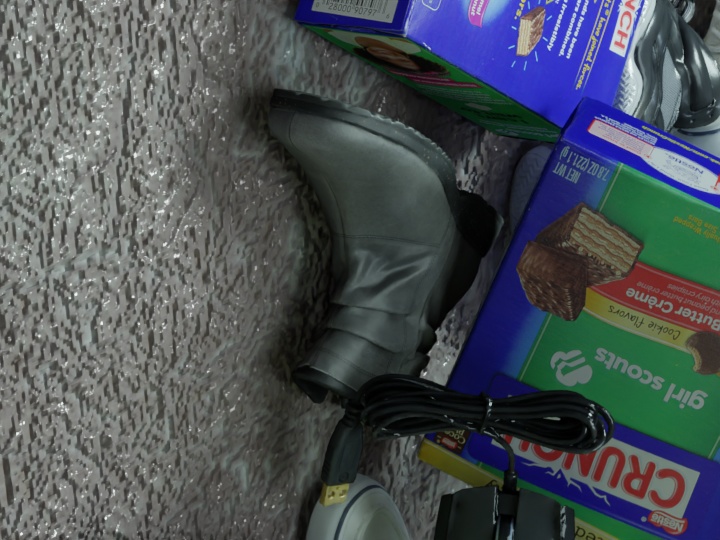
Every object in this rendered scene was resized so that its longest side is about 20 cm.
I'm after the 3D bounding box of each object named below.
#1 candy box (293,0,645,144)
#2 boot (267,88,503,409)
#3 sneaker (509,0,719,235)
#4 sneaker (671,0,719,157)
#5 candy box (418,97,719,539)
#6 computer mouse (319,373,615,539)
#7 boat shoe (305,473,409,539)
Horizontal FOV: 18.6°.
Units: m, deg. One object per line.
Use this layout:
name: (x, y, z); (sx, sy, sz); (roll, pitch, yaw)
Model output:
candy box: (0.072, -0.170, 1.127); (0.200, 0.077, 0.170); (23, 83, -52)
boot: (0.000, 0.000, 1.101); (0.200, 0.070, 0.132); (36, 76, -51)
sneaker: (0.154, -0.073, 1.263); (0.114, 0.075, 0.201); (8, 93, -50)
sneaker: (0.237, -0.151, 1.355); (0.200, 0.073, 0.071); (-58, 138, -35)
candy box: (0.144, 0.041, 1.130); (0.200, 0.169, 0.077); (-68, 173, 26)
computer mouse: (0.044, 0.143, 1.114); (0.046, 0.140, 0.200); (-76, 175, -56)
boat shoe: (0.024, 0.197, 1.203); (0.074, 0.065, 0.200); (-43, 132, -34)
